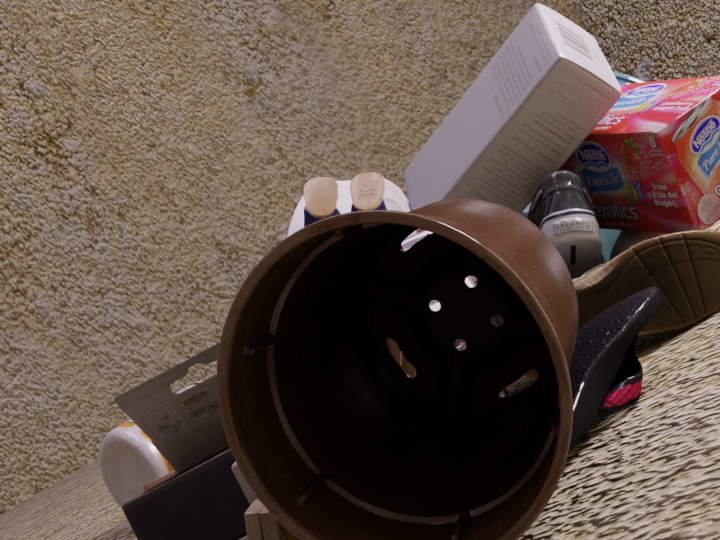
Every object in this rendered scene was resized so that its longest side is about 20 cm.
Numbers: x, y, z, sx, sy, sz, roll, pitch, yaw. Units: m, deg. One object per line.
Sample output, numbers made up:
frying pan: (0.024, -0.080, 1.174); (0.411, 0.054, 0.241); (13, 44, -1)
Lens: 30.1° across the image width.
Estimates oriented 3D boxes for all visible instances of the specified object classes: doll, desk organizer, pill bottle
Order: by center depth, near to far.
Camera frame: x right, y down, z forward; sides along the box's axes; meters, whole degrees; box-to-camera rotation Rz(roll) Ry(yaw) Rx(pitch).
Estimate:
doll: (0.000, 0.000, 1.175); (0.134, 0.049, 0.201); (-6, -39, 0)
desk organizer: (-0.104, 0.189, 1.192); (0.198, 0.072, 0.077); (-28, 0, 7)
pill bottle: (-0.201, 0.201, 1.580); (0.116, 0.118, 0.199); (-26, 2, 45)

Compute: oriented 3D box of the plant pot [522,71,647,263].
plant pot: (0.228, -0.064, 1.360); (0.199, 0.200, 0.188); (-25, 22, 54)

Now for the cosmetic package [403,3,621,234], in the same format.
cosmetic package: (0.124, -0.114, 1.141); (0.201, 0.073, 0.102); (-52, 26, 27)

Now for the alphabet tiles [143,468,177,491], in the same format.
alphabet tiles: (-0.124, 0.193, 1.399); (0.194, 0.015, 0.200); (-25, -13, 5)

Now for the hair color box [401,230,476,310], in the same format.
hair color box: (0.002, 0.046, 1.106); (0.198, 0.062, 0.102); (-23, 42, 2)

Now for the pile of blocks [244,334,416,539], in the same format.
pile of blocks: (-0.017, 0.130, 0.936); (0.202, 0.081, 0.062); (-64, -4, 8)

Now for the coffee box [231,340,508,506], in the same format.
coffee box: (0.013, 0.125, 1.019); (0.198, 0.081, 0.113); (-29, 2, 9)

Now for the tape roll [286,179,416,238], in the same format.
tape roll: (-0.004, 0.010, 1.353); (0.070, 0.206, 0.202); (0, 14, 24)

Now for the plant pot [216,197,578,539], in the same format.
plant pot: (0.042, 0.046, 0.799); (0.199, 0.202, 0.198); (-27, 4, 21)

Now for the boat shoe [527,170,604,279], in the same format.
boat shoe: (0.177, -0.028, 1.150); (0.071, 0.072, 0.200); (-2, -18, 1)

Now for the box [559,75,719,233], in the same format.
box: (0.241, -0.098, 1.135); (0.099, 0.096, 0.199); (-32, 17, -19)

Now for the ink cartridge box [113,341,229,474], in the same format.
ink cartridge box: (-0.111, 0.129, 1.239); (0.161, 0.201, 0.057); (-27, 36, 7)

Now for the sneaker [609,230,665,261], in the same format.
sneaker: (0.259, -0.033, 1.197); (0.075, 0.082, 0.200); (-3, 4, 16)

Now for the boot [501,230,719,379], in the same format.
boot: (0.201, 0.029, 1.086); (0.198, 0.073, 0.155); (-25, -3, -3)

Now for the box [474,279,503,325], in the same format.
box: (0.164, 0.032, 1.453); (0.199, 0.076, 0.100); (-28, 1, -36)

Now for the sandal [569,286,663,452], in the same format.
sandal: (0.153, 0.083, 0.889); (0.075, 0.045, 0.200); (-34, 12, 49)
